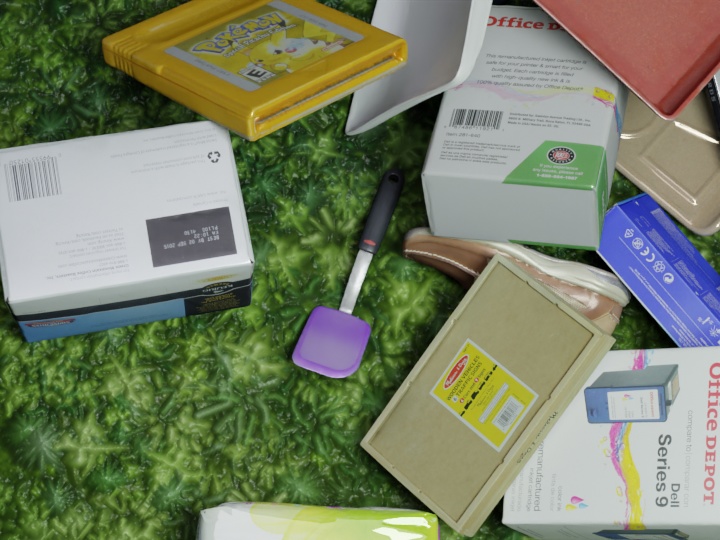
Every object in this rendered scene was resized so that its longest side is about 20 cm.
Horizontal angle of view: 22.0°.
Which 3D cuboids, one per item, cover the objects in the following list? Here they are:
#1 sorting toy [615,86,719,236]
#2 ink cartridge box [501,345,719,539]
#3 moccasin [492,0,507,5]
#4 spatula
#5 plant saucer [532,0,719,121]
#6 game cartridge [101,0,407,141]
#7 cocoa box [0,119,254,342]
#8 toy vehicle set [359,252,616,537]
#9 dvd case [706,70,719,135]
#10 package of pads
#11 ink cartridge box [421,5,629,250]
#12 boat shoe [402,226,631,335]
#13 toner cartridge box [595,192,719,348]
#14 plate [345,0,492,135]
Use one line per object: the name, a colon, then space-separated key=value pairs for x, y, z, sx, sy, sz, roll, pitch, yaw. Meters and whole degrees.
sorting toy: x=0.288 y=-0.150 z=1.653 sx=0.200 sy=0.036 sz=0.185 roll=40 pitch=76 yaw=12
ink cartridge box: x=0.223 y=0.141 z=1.491 sx=0.200 sy=0.087 sz=0.146 roll=-3 pitch=72 yaw=28
moccasin: x=0.102 y=-0.333 z=1.664 sx=0.080 sy=0.068 sz=0.200 roll=-5 pitch=75 yaw=-22
spatula: x=0.000 y=0.000 z=1.596 sx=0.056 sy=0.021 sz=0.200 roll=20 pitch=74 yaw=3
plant saucer: x=0.235 y=-0.248 z=1.539 sx=0.200 sy=0.037 sz=0.200 roll=43 pitch=69 yaw=1
game cartridge: x=-0.090 y=-0.185 z=1.560 sx=0.176 sy=0.032 sz=0.200 roll=-30 pitch=43 yaw=-33
cocoa box: x=-0.196 y=-0.031 z=1.534 sx=0.200 sy=0.131 sz=0.134 roll=-9 pitch=74 yaw=-6
toy vehicle set: x=0.101 y=0.100 z=1.508 sx=0.124 sy=0.027 sz=0.200 roll=41 pitch=99 yaw=34
dvd case: x=0.364 y=-0.199 z=1.607 sx=0.150 sy=0.025 sz=0.200 roll=-16 pitch=94 yaw=-13
package of pads: x=-0.035 y=0.265 z=1.496 sx=0.200 sy=0.068 sz=0.155 roll=1 pitch=75 yaw=-4
ink cartridge box: x=0.145 y=-0.123 z=1.560 sx=0.145 sy=0.084 sz=0.200 roll=6 pitch=52 yaw=15
boat shoe: x=0.127 y=0.014 z=1.574 sx=0.200 sy=0.076 sz=0.072 roll=17 pitch=85 yaw=9
toner cartridge box: x=0.280 y=0.026 z=1.568 sx=0.043 sy=0.095 sz=0.200 roll=-44 pitch=79 yaw=23
plate: x=0.064 y=-0.222 z=1.581 sx=0.032 sy=0.199 sz=0.200 roll=20 pitch=71 yaw=-22
